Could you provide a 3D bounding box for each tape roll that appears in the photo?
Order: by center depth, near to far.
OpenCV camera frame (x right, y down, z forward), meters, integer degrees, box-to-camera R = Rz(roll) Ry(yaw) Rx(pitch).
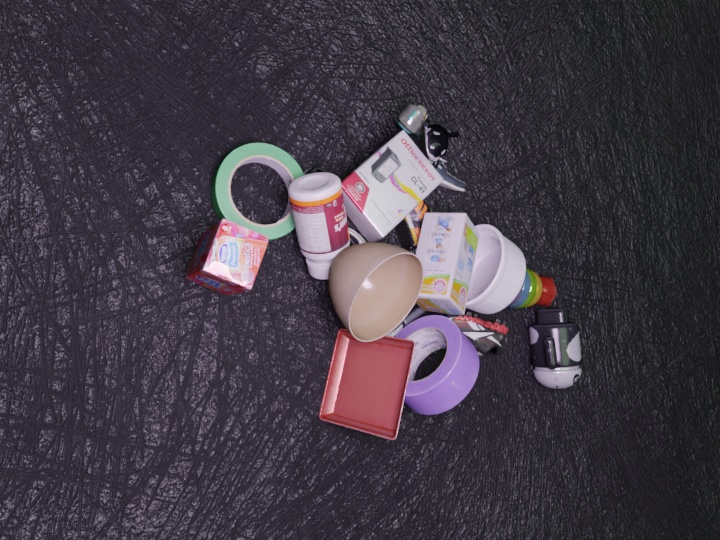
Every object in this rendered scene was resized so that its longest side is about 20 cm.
[{"bbox_3d":[-0.209,-0.162,1.240,0.198,0.048,0.203,3,83,-25],"label":"tape roll"},{"bbox_3d":[0.150,0.203,1.287,0.085,0.199,0.201,46,68,-33],"label":"tape roll"}]

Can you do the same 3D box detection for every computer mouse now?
[{"bbox_3d":[0.098,0.039,1.324,0.201,0.044,0.110,-55,144,-30],"label":"computer mouse"}]

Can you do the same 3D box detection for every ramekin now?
[{"bbox_3d":[0.289,0.004,1.387,0.097,0.200,0.202,25,75,-29],"label":"ramekin"}]

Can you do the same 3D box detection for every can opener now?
[{"bbox_3d":[0.105,0.103,1.361,0.199,0.066,0.053,-34,104,-29],"label":"can opener"}]

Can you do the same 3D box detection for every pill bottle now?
[{"bbox_3d":[-0.080,-0.090,1.224,0.109,0.109,0.202,-26,126,-25],"label":"pill bottle"}]

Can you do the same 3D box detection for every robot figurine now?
[{"bbox_3d":[0.496,0.196,1.504,0.149,0.125,0.202,-1,85,-23],"label":"robot figurine"}]

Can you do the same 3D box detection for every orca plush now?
[{"bbox_3d":[0.185,-0.279,1.305,0.070,0.200,0.106,-9,88,12],"label":"orca plush"}]

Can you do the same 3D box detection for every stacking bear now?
[{"bbox_3d":[0.407,0.044,1.489,0.198,0.113,0.123,7,82,-30],"label":"stacking bear"}]

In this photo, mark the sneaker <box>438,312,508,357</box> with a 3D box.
[{"bbox_3d":[0.269,0.156,1.428,0.199,0.071,0.099,15,77,-25],"label":"sneaker"}]

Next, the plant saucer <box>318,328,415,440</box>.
[{"bbox_3d":[0.019,0.235,1.252,0.037,0.198,0.202,27,72,-52],"label":"plant saucer"}]

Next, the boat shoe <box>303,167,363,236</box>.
[{"bbox_3d":[-0.048,-0.149,1.311,0.200,0.056,0.069,42,69,-16],"label":"boat shoe"}]

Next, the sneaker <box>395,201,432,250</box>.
[{"bbox_3d":[0.125,-0.148,1.393,0.089,0.070,0.202,-14,96,-32],"label":"sneaker"}]

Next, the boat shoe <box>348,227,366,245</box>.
[{"bbox_3d":[0.000,0.000,1.312,0.062,0.074,0.202,-32,104,-31],"label":"boat shoe"}]

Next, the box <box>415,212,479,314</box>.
[{"bbox_3d":[0.187,-0.015,1.325,0.112,0.100,0.202,41,59,-54],"label":"box"}]

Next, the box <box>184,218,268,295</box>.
[{"bbox_3d":[-0.256,-0.021,1.119,0.094,0.200,0.104,24,76,-22],"label":"box"}]

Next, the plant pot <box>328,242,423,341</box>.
[{"bbox_3d":[0.012,0.023,1.199,0.199,0.134,0.202,-28,136,-30],"label":"plant pot"}]

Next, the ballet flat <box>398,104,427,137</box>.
[{"bbox_3d":[0.125,-0.339,1.338,0.067,0.200,0.064,41,104,-2],"label":"ballet flat"}]

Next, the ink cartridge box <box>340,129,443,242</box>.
[{"bbox_3d":[0.056,-0.180,1.276,0.200,0.086,0.148,-43,98,-17],"label":"ink cartridge box"}]

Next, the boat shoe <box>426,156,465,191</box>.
[{"bbox_3d":[0.169,-0.245,1.418,0.198,0.075,0.062,20,88,-14],"label":"boat shoe"}]
